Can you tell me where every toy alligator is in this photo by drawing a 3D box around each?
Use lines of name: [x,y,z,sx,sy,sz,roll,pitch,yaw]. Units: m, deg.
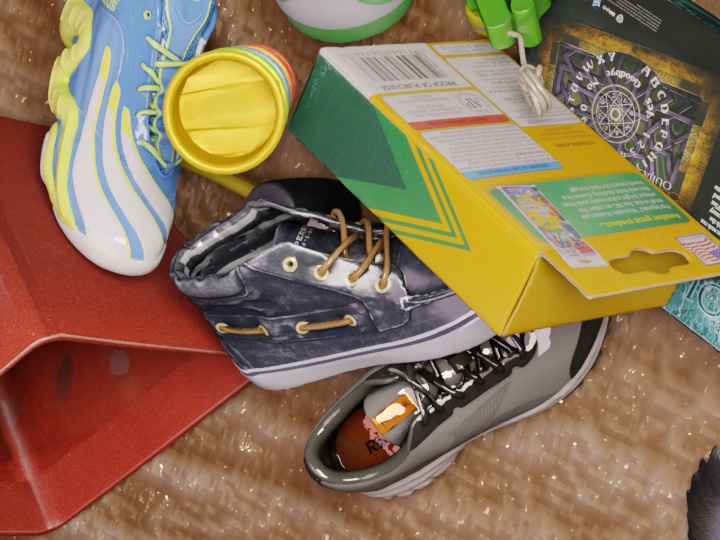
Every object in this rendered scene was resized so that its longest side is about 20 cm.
toy alligator: [0.077,-0.150,1.180,0.054,0.059,0.200,-24,46,-3]

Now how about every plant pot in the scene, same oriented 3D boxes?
plant pot: [-0.205,0.023,1.303,0.200,0.200,0.177,-37,65,25]

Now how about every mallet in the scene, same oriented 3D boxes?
mallet: [-0.096,-0.059,1.298,0.199,0.066,0.041,24,106,24]

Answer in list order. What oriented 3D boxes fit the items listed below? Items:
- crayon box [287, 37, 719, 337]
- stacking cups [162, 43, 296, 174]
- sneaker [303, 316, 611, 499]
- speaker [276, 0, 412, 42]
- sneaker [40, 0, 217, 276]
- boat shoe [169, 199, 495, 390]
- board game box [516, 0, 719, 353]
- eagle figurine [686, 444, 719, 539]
crayon box: [0.074,-0.035,1.123,0.200,0.125,0.052,45,125,32]
stacking cups: [-0.060,-0.095,1.202,0.060,0.200,0.061,1,102,3]
sneaker: [0.051,0.059,1.224,0.200,0.079,0.074,-41,74,23]
speaker: [-0.021,-0.209,1.176,0.088,0.200,0.089,-6,50,7]
sneaker: [-0.121,-0.100,1.246,0.105,0.075,0.201,-48,41,43]
boat shoe: [0.000,0.000,1.193,0.200,0.091,0.071,-19,40,27]
board game box: [0.153,-0.060,1.159,0.200,0.028,0.136,40,117,34]
eagle figurine: [0.226,0.200,1.135,0.151,0.151,0.201,19,69,-14]
